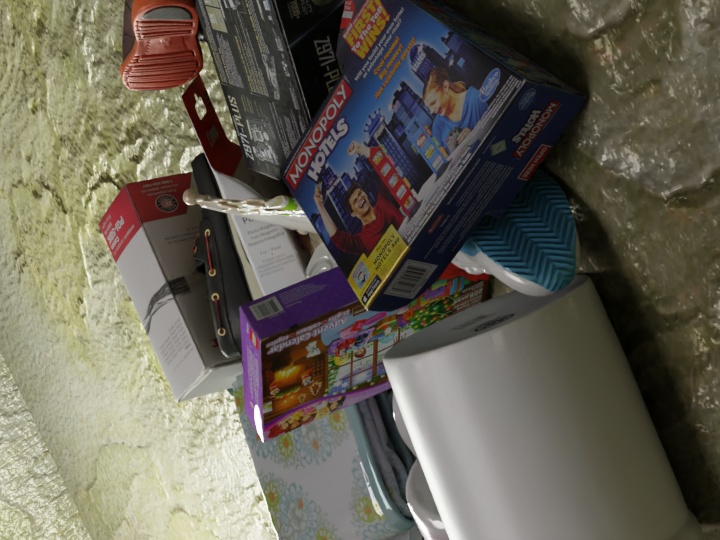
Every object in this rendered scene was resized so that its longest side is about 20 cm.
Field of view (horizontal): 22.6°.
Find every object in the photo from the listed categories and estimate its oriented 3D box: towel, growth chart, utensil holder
[{"bbox_3d":[-0.032,0.155,1.599,0.171,0.048,0.200,-33,70,47],"label":"towel"},{"bbox_3d":[-0.037,-0.042,1.431,0.200,0.145,0.018,6,82,46],"label":"growth chart"},{"bbox_3d":[0.123,0.123,1.253,0.170,0.170,0.200,-8,104,68],"label":"utensil holder"}]

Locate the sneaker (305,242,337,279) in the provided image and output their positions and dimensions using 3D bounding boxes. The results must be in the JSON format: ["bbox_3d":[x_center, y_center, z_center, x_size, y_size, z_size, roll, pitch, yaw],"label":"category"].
[{"bbox_3d":[-0.013,0.043,1.483,0.200,0.080,0.077,-55,49,56],"label":"sneaker"}]

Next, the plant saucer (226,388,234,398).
[{"bbox_3d":[-0.123,0.060,1.828,0.200,0.036,0.200,51,-165,-19],"label":"plant saucer"}]

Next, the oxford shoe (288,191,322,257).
[{"bbox_3d":[0.000,0.000,1.534,0.200,0.070,0.075,60,154,8],"label":"oxford shoe"}]

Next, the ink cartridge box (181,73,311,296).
[{"bbox_3d":[-0.094,-0.079,1.608,0.163,0.057,0.200,-89,-18,-77],"label":"ink cartridge box"}]

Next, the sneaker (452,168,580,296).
[{"bbox_3d":[0.096,-0.033,1.282,0.200,0.076,0.081,46,163,51],"label":"sneaker"}]

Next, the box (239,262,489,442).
[{"bbox_3d":[0.005,0.045,1.391,0.039,0.200,0.137,56,159,32],"label":"box"}]

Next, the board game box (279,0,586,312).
[{"bbox_3d":[0.033,-0.108,1.245,0.200,0.062,0.200,-55,46,27],"label":"board game box"}]

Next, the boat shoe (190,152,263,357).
[{"bbox_3d":[-0.125,-0.019,1.639,0.074,0.063,0.202,44,-153,-68],"label":"boat shoe"}]

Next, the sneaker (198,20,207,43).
[{"bbox_3d":[-0.131,-0.223,1.575,0.076,0.070,0.200,68,159,8],"label":"sneaker"}]

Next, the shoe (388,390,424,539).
[{"bbox_3d":[0.065,0.188,1.597,0.071,0.091,0.200,12,97,49],"label":"shoe"}]

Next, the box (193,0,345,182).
[{"bbox_3d":[-0.050,-0.172,1.428,0.164,0.086,0.200,23,135,59],"label":"box"}]

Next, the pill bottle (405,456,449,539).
[{"bbox_3d":[0.118,0.223,1.434,0.112,0.112,0.200,37,159,50],"label":"pill bottle"}]

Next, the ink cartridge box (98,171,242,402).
[{"bbox_3d":[-0.140,0.010,1.718,0.083,0.147,0.200,-46,64,49],"label":"ink cartridge box"}]

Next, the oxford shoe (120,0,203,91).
[{"bbox_3d":[-0.172,-0.214,1.550,0.200,0.071,0.073,122,140,-67],"label":"oxford shoe"}]

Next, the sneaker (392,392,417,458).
[{"bbox_3d":[0.092,0.156,1.508,0.082,0.074,0.200,20,141,49],"label":"sneaker"}]

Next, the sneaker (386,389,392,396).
[{"bbox_3d":[0.035,0.143,1.650,0.088,0.077,0.200,-1,115,32],"label":"sneaker"}]
